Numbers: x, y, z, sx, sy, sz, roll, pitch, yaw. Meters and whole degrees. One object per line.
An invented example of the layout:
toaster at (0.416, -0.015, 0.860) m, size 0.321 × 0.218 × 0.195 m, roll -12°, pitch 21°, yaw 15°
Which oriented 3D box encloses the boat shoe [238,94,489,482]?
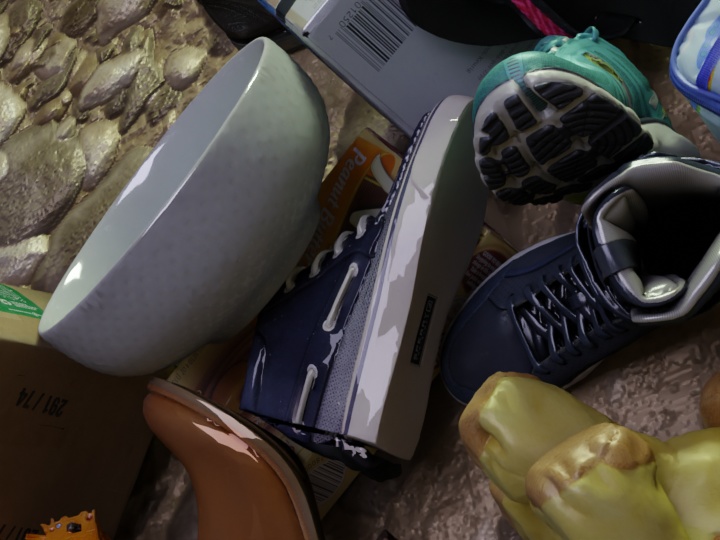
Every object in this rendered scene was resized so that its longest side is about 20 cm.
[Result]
boat shoe at (0.000, 0.000, 0.776) m, size 0.092 × 0.075 × 0.202 m, roll 12°, pitch 78°, yaw 28°

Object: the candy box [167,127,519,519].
candy box at (-0.013, 0.033, 0.852) m, size 0.200 × 0.055 × 0.115 m, roll -51°, pitch 53°, yaw 4°

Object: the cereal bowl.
cereal bowl at (-0.081, -0.022, 0.802) m, size 0.200 × 0.083 × 0.200 m, roll -48°, pitch 15°, yaw 16°

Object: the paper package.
paper package at (-0.226, 0.104, 0.853) m, size 0.103 × 0.199 × 0.192 m, roll 25°, pitch 96°, yaw 36°

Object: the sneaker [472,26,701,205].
sneaker at (0.101, -0.078, 0.731) m, size 0.077 × 0.200 × 0.080 m, roll -27°, pitch 76°, yaw 23°

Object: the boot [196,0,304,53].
boot at (-0.058, -0.212, 0.921) m, size 0.199 × 0.174 × 0.070 m, roll -26°, pitch 56°, yaw 23°

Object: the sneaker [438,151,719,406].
sneaker at (0.105, 0.010, 0.718) m, size 0.201 × 0.146 × 0.077 m, roll -32°, pitch 81°, yaw 20°

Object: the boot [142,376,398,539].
boot at (-0.070, 0.165, 0.765) m, size 0.200 × 0.077 × 0.156 m, roll 39°, pitch 87°, yaw 5°

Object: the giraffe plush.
giraffe plush at (0.165, 0.094, 0.650) m, size 0.162 × 0.173 × 0.200 m, roll -39°, pitch 46°, yaw -8°

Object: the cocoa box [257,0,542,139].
cocoa box at (0.056, -0.182, 0.836) m, size 0.200 × 0.133 × 0.131 m, roll -50°, pitch 29°, yaw 5°

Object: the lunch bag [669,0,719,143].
lunch bag at (0.256, -0.131, 0.727) m, size 0.201 × 0.082 × 0.161 m, roll -52°, pitch 49°, yaw 0°

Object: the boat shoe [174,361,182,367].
boat shoe at (-0.095, -0.041, 0.935) m, size 0.063 × 0.071 × 0.202 m, roll 19°, pitch 82°, yaw 38°

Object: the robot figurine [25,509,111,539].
robot figurine at (-0.141, 0.240, 0.793) m, size 0.058 × 0.146 × 0.201 m, roll -13°, pitch 47°, yaw 4°

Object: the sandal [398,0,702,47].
sandal at (0.117, -0.147, 0.768) m, size 0.045 × 0.198 × 0.076 m, roll -127°, pitch 41°, yaw -64°
